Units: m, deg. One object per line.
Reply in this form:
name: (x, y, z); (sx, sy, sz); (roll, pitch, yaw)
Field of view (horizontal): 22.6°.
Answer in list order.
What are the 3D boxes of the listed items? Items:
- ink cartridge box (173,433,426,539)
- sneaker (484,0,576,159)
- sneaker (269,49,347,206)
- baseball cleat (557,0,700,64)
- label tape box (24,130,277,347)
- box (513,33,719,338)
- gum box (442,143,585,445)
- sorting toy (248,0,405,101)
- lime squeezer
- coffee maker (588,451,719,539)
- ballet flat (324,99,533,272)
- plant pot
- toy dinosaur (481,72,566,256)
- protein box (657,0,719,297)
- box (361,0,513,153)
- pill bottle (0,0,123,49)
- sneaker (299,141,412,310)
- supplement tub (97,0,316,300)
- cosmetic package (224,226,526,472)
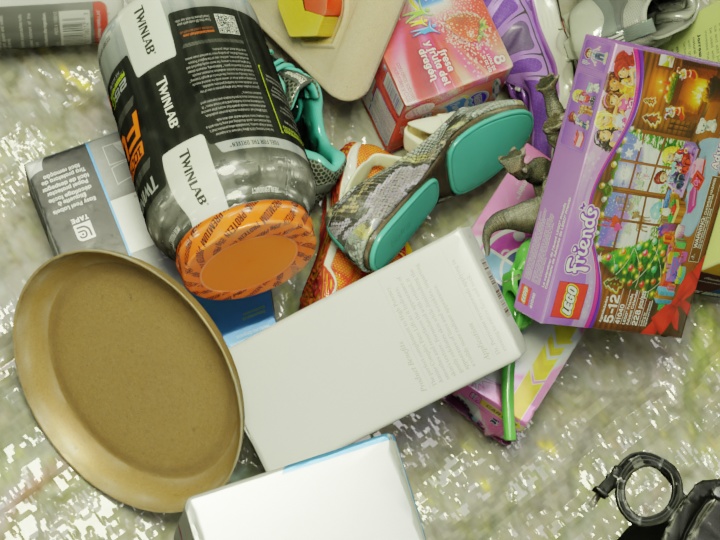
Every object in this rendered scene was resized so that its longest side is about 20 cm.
ink cartridge box: (-0.046, 0.184, 1.221); (0.143, 0.200, 0.086); (-17, 80, -12)
sneaker: (0.126, -0.168, 1.428); (0.082, 0.081, 0.202); (-14, 68, 6)
sneaker: (-0.067, -0.134, 1.362); (0.077, 0.091, 0.202); (-18, 78, -45)
baseball cleat: (0.211, -0.203, 1.385); (0.105, 0.200, 0.070); (-14, 114, 19)
label tape box: (-0.147, -0.005, 1.334); (0.143, 0.063, 0.202); (-21, 77, -13)
box: (0.196, -0.056, 1.278); (0.136, 0.039, 0.202); (6, 104, -32)
gum box: (0.116, 0.021, 1.360); (0.113, 0.066, 0.201); (33, 72, 4)
sorting toy: (-0.039, -0.254, 1.343); (0.036, 0.186, 0.200); (-10, 43, -46)
lime squeezer: (0.130, 0.023, 1.313); (0.071, 0.038, 0.201); (42, 69, -26)
coffee maker: (0.230, 0.212, 1.248); (0.134, 0.200, 0.193); (-32, 82, -18)
ballet flat: (0.046, -0.078, 1.332); (0.072, 0.072, 0.200); (46, 59, 7)
plant pot: (-0.158, 0.074, 1.259); (0.200, 0.200, 0.027); (44, 40, 7)
toy dinosaur: (0.157, -0.078, 1.306); (0.102, 0.076, 0.201); (49, 53, -30)
protein box: (0.324, -0.099, 1.337); (0.134, 0.199, 0.201); (7, 71, -31)
box: (0.029, -0.209, 1.401); (0.094, 0.103, 0.202); (-20, 76, -14)
pill bottle: (-0.281, -0.224, 1.354); (0.197, 0.116, 0.117); (-5, 74, -9)
sneaker: (0.000, 0.000, 1.351); (0.076, 0.073, 0.202); (18, 74, -12)
supplement tub: (-0.104, -0.089, 1.254); (0.121, 0.123, 0.202); (-14, 62, -12)
cosmetic package: (0.008, 0.058, 1.261); (0.198, 0.074, 0.103); (-26, 88, 9)
